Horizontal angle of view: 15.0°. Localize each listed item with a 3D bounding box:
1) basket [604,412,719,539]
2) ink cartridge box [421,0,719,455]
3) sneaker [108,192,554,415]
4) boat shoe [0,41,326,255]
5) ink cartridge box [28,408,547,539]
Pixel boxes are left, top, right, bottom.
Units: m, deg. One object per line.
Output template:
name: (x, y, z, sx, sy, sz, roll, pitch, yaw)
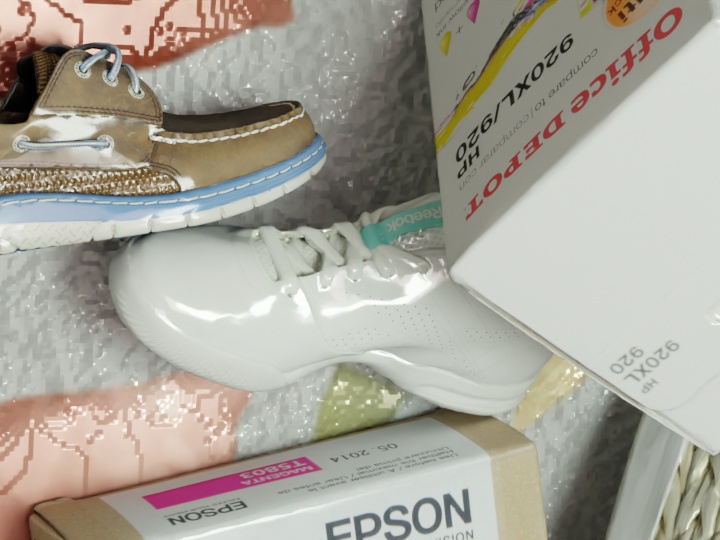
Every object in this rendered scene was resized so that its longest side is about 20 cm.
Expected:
basket: (0.176, 0.161, 1.129, 0.135, 0.123, 0.200, 36, 63, -39)
ink cartridge box: (0.124, -0.067, 1.046, 0.144, 0.200, 0.147, 32, 121, -25)
sneaker: (0.000, 0.000, 1.080, 0.200, 0.075, 0.089, 8, 138, -32)
boat shoe: (-0.109, -0.049, 1.041, 0.199, 0.072, 0.073, -12, 102, -21)
ink cartridge box: (-0.021, 0.159, 1.112, 0.199, 0.075, 0.165, -13, 104, -20)
